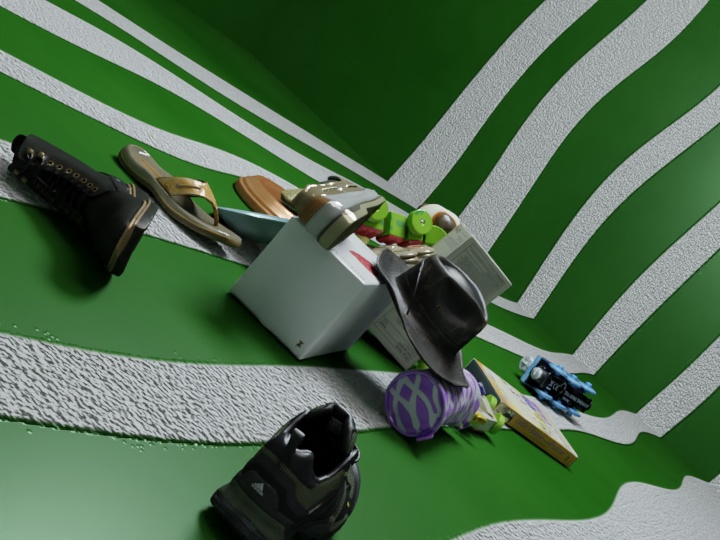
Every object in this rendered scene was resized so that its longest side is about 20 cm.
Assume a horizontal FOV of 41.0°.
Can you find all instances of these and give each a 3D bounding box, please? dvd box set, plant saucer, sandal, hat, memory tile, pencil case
[{"bbox_3d":[0.276,0.245,1.662,0.200,0.029,0.146,37,11,-26],"label":"dvd box set"},{"bbox_3d":[-0.107,-0.053,1.351,0.200,0.039,0.201,10,4,-1],"label":"plant saucer"},{"bbox_3d":[-0.225,-0.102,1.225,0.200,0.054,0.080,43,10,13],"label":"sandal"},{"bbox_3d":[-0.125,-0.098,1.636,0.200,0.037,0.200,39,10,-8],"label":"plant saucer"},{"bbox_3d":[0.105,0.041,1.174,0.201,0.081,0.201,52,16,-22],"label":"hat"},{"bbox_3d":[-0.008,-0.021,1.368,0.199,0.017,0.153,2,10,33],"label":"memory tile"},{"bbox_3d":[0.093,0.164,1.205,0.200,0.084,0.086,13,65,-67],"label":"pencil case"}]

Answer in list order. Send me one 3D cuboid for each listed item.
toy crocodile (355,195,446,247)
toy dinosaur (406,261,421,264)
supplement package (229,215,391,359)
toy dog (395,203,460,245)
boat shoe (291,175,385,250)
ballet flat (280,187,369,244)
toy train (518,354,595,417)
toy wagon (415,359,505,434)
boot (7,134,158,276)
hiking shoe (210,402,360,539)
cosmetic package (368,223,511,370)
[{"bbox_3d":[0.040,-0.065,1.417,0.199,0.062,0.067,15,-17,-28],"label":"toy crocodile"},{"bbox_3d":[0.000,0.000,1.399,0.200,0.106,0.061,-15,-83,57],"label":"toy dinosaur"},{"bbox_3d":[-0.045,0.020,1.175,0.121,0.120,0.200,44,11,12],"label":"supplement package"},{"bbox_3d":[0.083,-0.014,1.539,0.194,0.200,0.140,39,2,-13],"label":"toy dog"},{"bbox_3d":[-0.024,-0.077,1.112,0.068,0.075,0.200,45,11,2],"label":"boat shoe"},{"bbox_3d":[-0.050,-0.101,1.635,0.200,0.071,0.071,33,12,-38],"label":"ballet flat"},{"bbox_3d":[0.417,0.243,2.067,0.200,0.087,0.114,31,5,-35],"label":"toy train"},{"bbox_3d":[0.142,0.182,1.414,0.155,0.040,0.200,38,11,-12],"label":"toy wagon"},{"bbox_3d":[-0.268,-0.067,0.894,0.138,0.078,0.200,32,-1,-21],"label":"boot"},{"bbox_3d":[-0.028,0.149,0.728,0.076,0.101,0.200,44,10,14],"label":"hiking shoe"},{"bbox_3d":[0.107,0.038,1.399,0.104,0.200,0.073,50,7,-20],"label":"cosmetic package"}]
